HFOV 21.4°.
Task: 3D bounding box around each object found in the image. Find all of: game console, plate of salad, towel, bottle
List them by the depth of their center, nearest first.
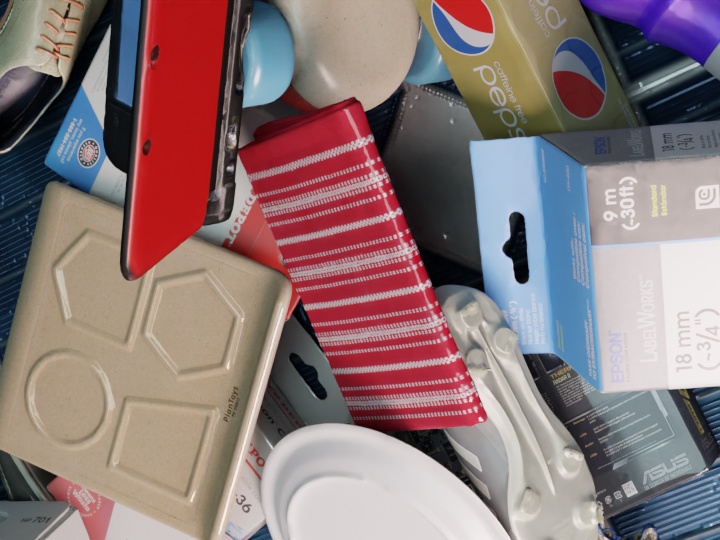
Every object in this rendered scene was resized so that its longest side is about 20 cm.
[{"bbox_3d":[-0.124,-0.122,1.052,0.172,0.118,0.202,29,120,42],"label":"game console"},{"bbox_3d":[0.000,0.000,1.127,0.144,0.022,0.202,-12,103,61],"label":"towel"},{"bbox_3d":[0.157,-0.196,1.147,0.200,0.065,0.084,42,111,9],"label":"bottle"},{"bbox_3d":[0.025,0.171,1.193,0.199,0.048,0.202,22,135,24],"label":"plate of salad"}]

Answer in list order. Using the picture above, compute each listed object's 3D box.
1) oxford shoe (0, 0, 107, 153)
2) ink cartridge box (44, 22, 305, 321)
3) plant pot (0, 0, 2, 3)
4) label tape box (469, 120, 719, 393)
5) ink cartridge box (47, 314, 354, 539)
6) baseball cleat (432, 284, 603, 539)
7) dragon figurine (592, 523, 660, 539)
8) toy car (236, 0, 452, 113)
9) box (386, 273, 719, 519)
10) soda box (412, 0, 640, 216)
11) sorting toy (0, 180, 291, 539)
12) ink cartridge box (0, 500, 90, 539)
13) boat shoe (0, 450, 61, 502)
[{"bbox_3d":[-0.199,-0.164,1.262,0.201,0.070,0.074,-58,37,26],"label":"oxford shoe"},{"bbox_3d":[-0.094,-0.069,1.253,0.199,0.067,0.117,34,109,12],"label":"ink cartridge box"},{"bbox_3d":[-0.270,-0.320,1.213,0.196,0.196,0.200,45,98,13],"label":"plant pot"},{"bbox_3d":[0.166,-0.006,1.102,0.198,0.063,0.146,-4,113,8],"label":"label tape box"},{"bbox_3d":[-0.101,0.125,1.284,0.200,0.067,0.117,-42,83,20],"label":"ink cartridge box"},{"bbox_3d":[0.080,0.099,1.166,0.106,0.069,0.202,-2,111,61],"label":"baseball cleat"},{"bbox_3d":[0.174,0.249,1.208,0.058,0.100,0.201,-1,128,19],"label":"dragon figurine"},{"bbox_3d":[-0.061,-0.186,1.197,0.199,0.183,0.179,5,103,48],"label":"toy car"},{"bbox_3d":[0.106,0.092,1.216,0.199,0.051,0.159,-29,88,22],"label":"box"},{"bbox_3d":[0.093,-0.138,1.140,0.064,0.068,0.201,-11,114,46],"label":"soda box"},{"bbox_3d":[-0.145,0.059,1.242,0.198,0.036,0.187,22,104,23],"label":"sorting toy"},{"bbox_3d":[-0.233,0.265,1.302,0.145,0.086,0.202,-5,115,35],"label":"ink cartridge box"},{"bbox_3d":[-0.201,0.198,1.332,0.057,0.067,0.201,-40,88,15],"label":"boat shoe"}]
